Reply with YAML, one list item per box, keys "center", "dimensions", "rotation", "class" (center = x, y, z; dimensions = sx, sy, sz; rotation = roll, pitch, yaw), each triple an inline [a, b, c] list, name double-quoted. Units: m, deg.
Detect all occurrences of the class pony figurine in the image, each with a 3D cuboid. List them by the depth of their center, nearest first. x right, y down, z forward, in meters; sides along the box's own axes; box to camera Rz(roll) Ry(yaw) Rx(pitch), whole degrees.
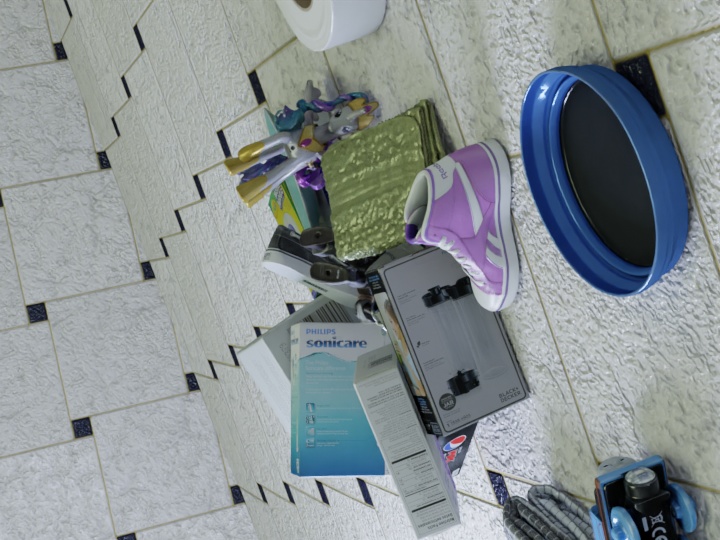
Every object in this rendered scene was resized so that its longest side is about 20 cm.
- center: [-0.068, -0.151, 1.596]
  dimensions: [0.167, 0.199, 0.193]
  rotation: [61, 178, 0]
  class: "pony figurine"

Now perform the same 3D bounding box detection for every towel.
- center: [0.234, 0.352, 1.395]
  dimensions: [0.200, 0.085, 0.166]
  rotation: [41, 148, 56]
  class: "towel"
- center: [0.029, -0.095, 1.440]
  dimensions: [0.200, 0.036, 0.149]
  rotation: [-21, 75, 48]
  class: "towel"

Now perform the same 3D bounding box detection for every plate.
- center: [-0.090, -0.134, 1.770]
  dimensions: [0.200, 0.025, 0.201]
  rotation: [160, 90, -85]
  class: "plate"

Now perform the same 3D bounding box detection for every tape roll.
- center: [-0.047, -0.353, 1.440]
  dimensions: [0.203, 0.070, 0.203]
  rotation: [55, 158, 35]
  class: "tape roll"

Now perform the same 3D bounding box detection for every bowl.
- center: [0.202, -0.077, 1.068]
  dimensions: [0.201, 0.039, 0.201]
  rotation: [55, 158, 36]
  class: "bowl"

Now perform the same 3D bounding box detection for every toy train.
- center: [0.267, 0.266, 1.203]
  dimensions: [0.114, 0.086, 0.201]
  rotation: [-140, 32, -67]
  class: "toy train"

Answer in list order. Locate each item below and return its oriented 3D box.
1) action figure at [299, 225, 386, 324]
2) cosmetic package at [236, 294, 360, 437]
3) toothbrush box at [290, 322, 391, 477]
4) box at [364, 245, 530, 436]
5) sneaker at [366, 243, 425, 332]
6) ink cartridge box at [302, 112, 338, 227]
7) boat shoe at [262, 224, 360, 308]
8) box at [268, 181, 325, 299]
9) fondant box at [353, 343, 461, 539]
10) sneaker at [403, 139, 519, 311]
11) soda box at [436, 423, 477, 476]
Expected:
- center: [0.000, 0.000, 1.606]
  dimensions: [0.200, 0.069, 0.131]
  rotation: [19, -115, -62]
  class: "action figure"
- center: [-0.054, 0.132, 1.825]
  dimensions: [0.166, 0.164, 0.200]
  rotation: [57, 163, 0]
  class: "cosmetic package"
- center: [-0.017, 0.169, 1.677]
  dimensions: [0.085, 0.145, 0.201]
  rotation: [159, 111, -77]
  class: "toothbrush box"
- center: [0.097, 0.071, 1.430]
  dimensions: [0.201, 0.116, 0.060]
  rotation: [68, 165, -2]
  class: "box"
- center: [0.055, 0.057, 1.581]
  dimensions: [0.074, 0.087, 0.201]
  rotation: [25, 136, 56]
  class: "sneaker"
- center: [-0.041, -0.122, 1.741]
  dimensions: [0.201, 0.039, 0.099]
  rotation: [70, 163, -1]
  class: "ink cartridge box"
- center: [-0.033, -0.001, 1.704]
  dimensions: [0.072, 0.199, 0.068]
  rotation: [-20, 49, 67]
  class: "boat shoe"
- center: [-0.085, -0.068, 1.924]
  dimensions: [0.117, 0.048, 0.201]
  rotation: [115, 133, -66]
  class: "box"
- center: [0.055, 0.196, 1.503]
  dimensions: [0.144, 0.058, 0.201]
  rotation: [-78, -33, -81]
  class: "fondant box"
- center: [0.097, -0.031, 1.313]
  dimensions: [0.073, 0.114, 0.201]
  rotation: [42, 150, 51]
  class: "sneaker"
- center: [0.102, 0.210, 1.658]
  dimensions: [0.071, 0.063, 0.200]
  rotation: [60, 160, 26]
  class: "soda box"
